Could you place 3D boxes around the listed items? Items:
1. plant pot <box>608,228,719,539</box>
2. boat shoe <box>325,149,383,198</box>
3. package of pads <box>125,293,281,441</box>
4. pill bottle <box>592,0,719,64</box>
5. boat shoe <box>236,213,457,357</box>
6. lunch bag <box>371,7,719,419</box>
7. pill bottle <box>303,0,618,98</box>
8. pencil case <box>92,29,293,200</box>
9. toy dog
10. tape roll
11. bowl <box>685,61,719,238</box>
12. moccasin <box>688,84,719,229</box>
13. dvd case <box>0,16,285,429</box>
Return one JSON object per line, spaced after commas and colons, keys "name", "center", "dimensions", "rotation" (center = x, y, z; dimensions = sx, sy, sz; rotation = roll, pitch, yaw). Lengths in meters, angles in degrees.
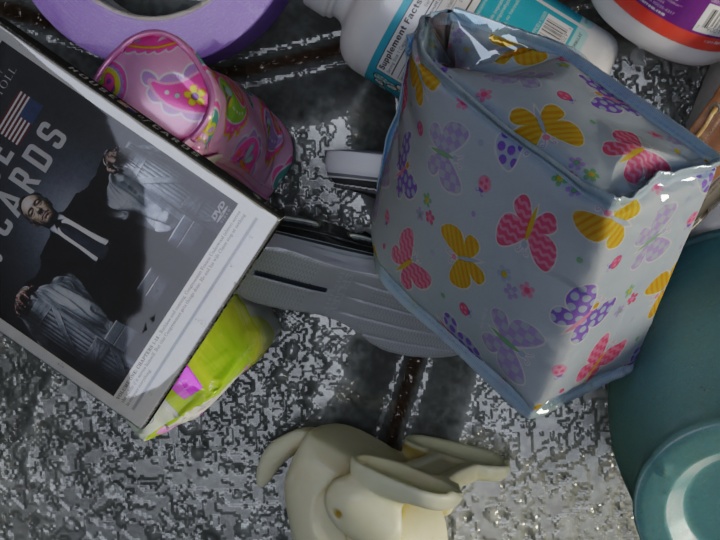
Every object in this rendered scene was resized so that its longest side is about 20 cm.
{"name": "plant pot", "center": [0.245, 0.103, 0.842], "dimensions": [0.199, 0.188, 0.201], "rotation": [7, 119, 14]}
{"name": "boat shoe", "center": [0.070, -0.041, 0.934], "dimensions": [0.199, 0.070, 0.067], "rotation": [10, 96, -5]}
{"name": "package of pads", "center": [-0.131, 0.015, 0.883], "dimensions": [0.068, 0.200, 0.155], "rotation": [-34, 94, 13]}
{"name": "pill bottle", "center": [0.230, -0.234, 0.826], "dimensions": [0.112, 0.113, 0.200], "rotation": [29, 130, 0]}
{"name": "boat shoe", "center": [0.000, 0.000, 0.935], "dimensions": [0.199, 0.071, 0.072], "rotation": [20, 126, -21]}
{"name": "lunch bag", "center": [0.093, -0.045, 0.808], "dimensions": [0.200, 0.127, 0.170], "rotation": [40, 134, 32]}
{"name": "pill bottle", "center": [0.063, -0.157, 0.896], "dimensions": [0.199, 0.111, 0.111], "rotation": [32, 97, 0]}
{"name": "pencil case", "center": [-0.106, -0.090, 0.869], "dimensions": [0.087, 0.200, 0.088], "rotation": [-1, 84, 10]}
{"name": "toy dog", "center": [-0.002, 0.220, 0.932], "dimensions": [0.193, 0.139, 0.201], "rotation": [11, 97, 16]}
{"name": "tape roll", "center": [-0.138, -0.240, 0.923], "dimensions": [0.199, 0.066, 0.201], "rotation": [1, 97, 4]}
{"name": "bowl", "center": [0.325, -0.075, 0.907], "dimensions": [0.199, 0.075, 0.201], "rotation": [19, 98, 0]}
{"name": "moccasin", "center": [0.201, -0.067, 0.863], "dimensions": [0.078, 0.074, 0.201], "rotation": [45, 120, 5]}
{"name": "dvd case", "center": [-0.165, -0.026, 0.766], "dimensions": [0.200, 0.025, 0.151], "rotation": [34, 99, 0]}
